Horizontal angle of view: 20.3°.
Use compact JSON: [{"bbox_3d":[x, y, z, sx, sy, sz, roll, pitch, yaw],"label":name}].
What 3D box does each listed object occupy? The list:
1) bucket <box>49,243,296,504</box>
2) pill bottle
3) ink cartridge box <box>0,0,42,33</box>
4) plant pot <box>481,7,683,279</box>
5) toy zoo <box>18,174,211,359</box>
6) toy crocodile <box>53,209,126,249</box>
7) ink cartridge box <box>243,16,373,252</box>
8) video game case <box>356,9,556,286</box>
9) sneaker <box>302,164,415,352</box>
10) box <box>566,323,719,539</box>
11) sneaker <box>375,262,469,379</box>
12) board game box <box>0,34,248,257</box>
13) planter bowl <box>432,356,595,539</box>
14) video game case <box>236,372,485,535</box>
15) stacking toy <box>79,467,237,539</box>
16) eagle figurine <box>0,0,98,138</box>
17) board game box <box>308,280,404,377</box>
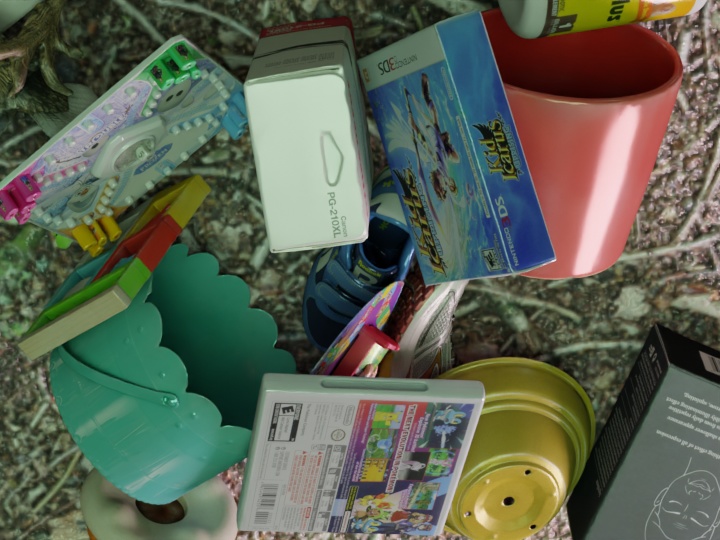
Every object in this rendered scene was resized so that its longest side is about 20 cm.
[{"bbox_3d":[-0.162,0.092,1.738,0.134,0.207,0.208,-34,105,20],"label":"bucket"},{"bbox_3d":[0.214,-0.256,1.643,0.199,0.109,0.110,-10,109,-12],"label":"pill bottle"},{"bbox_3d":[-0.326,-0.279,1.633,0.176,0.045,0.200,48,147,-14],"label":"ink cartridge box"},{"bbox_3d":[0.160,-0.103,1.675,0.199,0.201,0.178,4,119,0],"label":"plant pot"},{"bbox_3d":[-0.201,-0.013,1.710,0.131,0.200,0.020,-27,112,39],"label":"toy zoo"},{"bbox_3d":[-0.197,-0.095,1.743,0.062,0.068,0.200,39,105,-11],"label":"toy crocodile"},{"bbox_3d":[-0.040,-0.115,1.662,0.084,0.200,0.146,-8,108,4],"label":"ink cartridge box"},{"bbox_3d":[0.072,-0.092,1.602,0.045,0.181,0.201,-18,93,-19],"label":"video game case"},{"bbox_3d":[0.000,0.000,1.754,0.074,0.082,0.201,24,121,-6],"label":"sneaker"},{"bbox_3d":[0.293,0.176,1.799,0.148,0.107,0.201,22,107,-6],"label":"box"},{"bbox_3d":[0.058,0.071,1.795,0.082,0.078,0.201,17,116,-11],"label":"sneaker"},{"bbox_3d":[-0.183,-0.094,1.625,0.200,0.200,0.026,-39,74,6],"label":"board game box"},{"bbox_3d":[0.123,0.181,1.784,0.199,0.084,0.201,-6,127,-8],"label":"planter bowl"},{"bbox_3d":[-0.004,0.155,1.674,0.181,0.023,0.201,3,138,-9],"label":"video game case"},{"bbox_3d":[-0.203,0.276,1.854,0.145,0.147,0.201,18,126,-4],"label":"stacking toy"},{"bbox_3d":[-0.310,-0.158,1.610,0.199,0.151,0.152,-23,67,41],"label":"eagle figurine"},{"bbox_3d":[-0.007,0.100,1.706,0.039,0.158,0.201,36,139,11],"label":"board game box"}]
